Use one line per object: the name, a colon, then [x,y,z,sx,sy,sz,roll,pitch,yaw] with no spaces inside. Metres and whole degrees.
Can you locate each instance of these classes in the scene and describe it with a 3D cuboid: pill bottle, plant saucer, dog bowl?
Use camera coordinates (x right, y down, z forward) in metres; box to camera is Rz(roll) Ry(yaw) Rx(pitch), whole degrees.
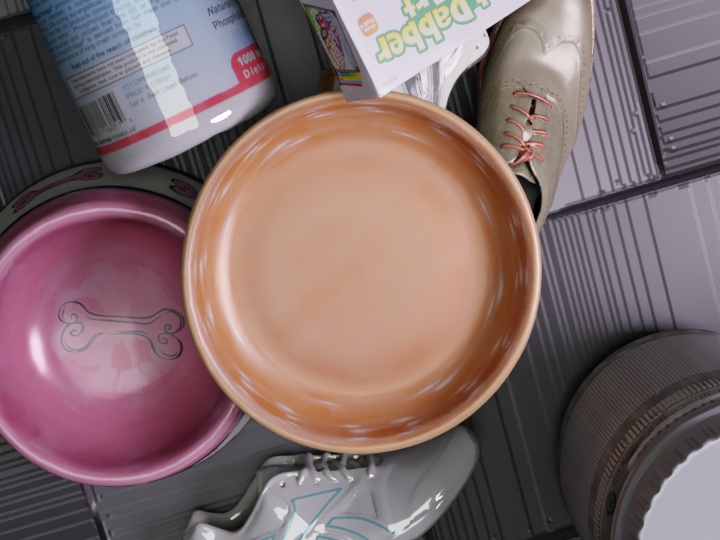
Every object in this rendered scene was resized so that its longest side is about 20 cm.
pill bottle: [-0.133,-0.164,0.845,0.108,0.109,0.201,-24,101,1]
plant saucer: [0.000,0.000,0.845,0.198,0.037,0.202,0,99,-3]
dog bowl: [-0.144,0.038,0.898,0.198,0.074,0.202,-1,100,-3]

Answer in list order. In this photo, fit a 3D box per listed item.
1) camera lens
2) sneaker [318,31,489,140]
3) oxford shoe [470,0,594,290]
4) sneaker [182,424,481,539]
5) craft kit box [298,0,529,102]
camera lens: [0.203,0.128,0.869,0.158,0.200,0.162,0,100,-3]
sneaker: [0.038,-0.160,0.884,0.087,0.076,0.202,11,101,-23]
oxford shoe: [0.099,-0.079,0.889,0.070,0.075,0.202,12,99,-5]
sneaker: [-0.019,0.143,0.926,0.199,0.070,0.081,-31,98,3]
craft kit box: [0.032,-0.223,0.801,0.199,0.048,0.199,-35,109,-21]
